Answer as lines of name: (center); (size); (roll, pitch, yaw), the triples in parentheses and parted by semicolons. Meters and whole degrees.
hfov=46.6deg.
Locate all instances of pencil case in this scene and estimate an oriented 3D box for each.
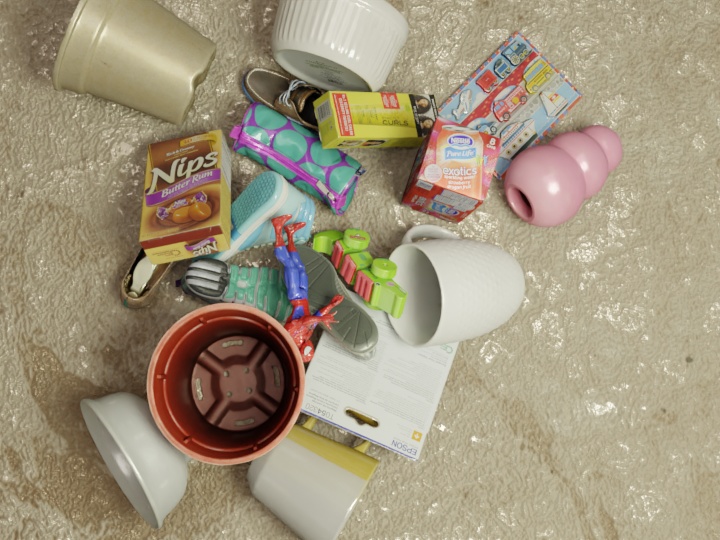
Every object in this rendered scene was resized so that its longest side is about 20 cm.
pencil case: (-0.093, -0.168, 1.251); (0.199, 0.093, 0.085); (31, 121, 2)

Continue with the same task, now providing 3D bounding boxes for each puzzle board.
puzzle board: (0.237, -0.264, 1.328); (0.151, 0.017, 0.200); (45, 82, 3)

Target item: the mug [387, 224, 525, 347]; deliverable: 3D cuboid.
mug: (0.134, 0.008, 1.222); (0.174, 0.148, 0.201); (-6, 49, -31)

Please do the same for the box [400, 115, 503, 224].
box: (0.127, -0.139, 1.209); (0.099, 0.200, 0.096); (19, 83, -1)

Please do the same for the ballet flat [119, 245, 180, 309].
ballet flat: (-0.291, -0.033, 1.228); (0.068, 0.067, 0.201); (25, 81, 0)

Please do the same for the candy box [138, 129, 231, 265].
candy box: (-0.247, -0.109, 1.192); (0.116, 0.057, 0.201); (-11, 48, 4)

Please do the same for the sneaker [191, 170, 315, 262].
sneaker: (-0.148, -0.052, 1.241); (0.199, 0.130, 0.080); (-36, 53, 25)

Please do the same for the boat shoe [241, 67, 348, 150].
boat shoe: (-0.090, -0.258, 1.272); (0.199, 0.072, 0.073); (27, 81, 0)

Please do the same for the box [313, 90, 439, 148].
box: (0.029, -0.224, 1.244); (0.199, 0.050, 0.076); (-6, 81, -35)

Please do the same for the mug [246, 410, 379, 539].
mug: (-0.067, 0.286, 1.184); (0.152, 0.187, 0.150); (29, 123, 9)

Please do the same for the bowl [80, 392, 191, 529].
bowl: (-0.293, 0.242, 1.142); (0.090, 0.201, 0.202); (-31, 85, -27)

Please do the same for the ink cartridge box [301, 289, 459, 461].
ink cartridge box: (0.023, 0.152, 1.218); (0.195, 0.043, 0.201); (24, 66, -2)

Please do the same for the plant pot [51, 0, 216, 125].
plant pot: (-0.317, -0.310, 1.216); (0.182, 0.200, 0.202); (27, 81, -12)

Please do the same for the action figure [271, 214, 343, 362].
action figure: (-0.064, 0.021, 1.130); (0.098, 0.065, 0.202); (-12, 74, 24)

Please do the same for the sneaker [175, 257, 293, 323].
sneaker: (-0.171, 0.030, 1.236); (0.199, 0.087, 0.075); (21, 71, -25)

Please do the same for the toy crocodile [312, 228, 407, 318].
toy crocodile: (0.000, 0.000, 1.208); (0.061, 0.068, 0.200); (-9, 41, -34)

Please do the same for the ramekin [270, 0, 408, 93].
ramekin: (-0.037, -0.336, 1.225); (0.199, 0.200, 0.106); (19, 85, -2)

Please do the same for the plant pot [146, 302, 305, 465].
plant pot: (-0.176, 0.154, 1.146); (0.199, 0.195, 0.203); (1, 83, -4)

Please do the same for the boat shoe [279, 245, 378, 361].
boat shoe: (-0.046, 0.047, 1.198); (0.074, 0.065, 0.202); (-38, 66, -15)

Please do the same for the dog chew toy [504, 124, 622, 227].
dog chew toy: (0.316, -0.153, 1.271); (0.199, 0.125, 0.125); (-34, 86, -16)
